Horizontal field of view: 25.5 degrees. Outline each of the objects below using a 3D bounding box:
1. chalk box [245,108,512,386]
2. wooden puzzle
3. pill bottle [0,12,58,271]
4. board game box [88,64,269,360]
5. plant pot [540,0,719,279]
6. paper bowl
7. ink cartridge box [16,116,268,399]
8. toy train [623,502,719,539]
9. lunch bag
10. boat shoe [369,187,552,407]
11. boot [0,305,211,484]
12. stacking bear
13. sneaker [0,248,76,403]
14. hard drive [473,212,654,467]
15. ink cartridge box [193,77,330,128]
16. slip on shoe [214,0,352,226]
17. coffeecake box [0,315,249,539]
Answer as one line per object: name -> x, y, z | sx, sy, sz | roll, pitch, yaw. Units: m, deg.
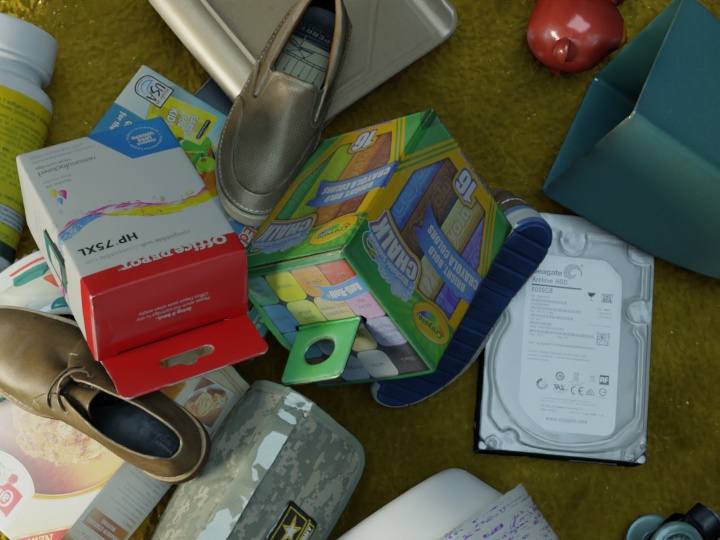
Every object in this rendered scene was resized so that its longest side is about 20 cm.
chalk box -> 0.000, 0.000, 1.158 | 0.124, 0.124, 0.200 | 54, 48, -26
wooden puzzle -> -0.048, -0.216, 1.314 | 0.200, 0.037, 0.185 | -37, 81, -19
pill bottle -> -0.310, -0.098, 1.258 | 0.114, 0.114, 0.201 | 13, 78, -1
board game box -> -0.128, -0.047, 1.241 | 0.200, 0.047, 0.151 | 31, 63, 1
plant pot -> 0.280, -0.085, 1.269 | 0.200, 0.141, 0.142 | 34, 57, -8
paper bowl -> 0.043, 0.222, 1.172 | 0.200, 0.201, 0.105 | -32, 80, -9
ink cartridge box -> -0.154, -0.013, 1.116 | 0.116, 0.067, 0.200 | -18, 48, -20
toy train -> 0.222, 0.276, 1.237 | 0.200, 0.085, 0.114 | -41, 93, -10
lunch bag -> -0.081, 0.177, 1.173 | 0.117, 0.200, 0.164 | 32, 77, 4
boat shoe -> 0.072, 0.022, 1.274 | 0.200, 0.072, 0.072 | -49, 42, 11
boot -> -0.196, 0.078, 1.103 | 0.200, 0.075, 0.074 | 29, 83, 12
stacking bear -> 0.194, -0.263, 1.333 | 0.113, 0.121, 0.201 | 14, 85, -3
sneaker -> -0.275, 0.069, 1.177 | 0.200, 0.070, 0.093 | -37, 46, -4
hard drive -> 0.168, 0.054, 1.299 | 0.139, 0.038, 0.201 | 6, 77, -3
ink cartridge box -> -0.102, -0.112, 1.317 | 0.095, 0.037, 0.200 | 42, 81, 5
slip on shoe -> -0.056, -0.131, 1.231 | 0.076, 0.061, 0.200 | 25, 69, -1
coffeecake box -> -0.209, 0.117, 1.210 | 0.153, 0.073, 0.200 | 31, 76, 33
